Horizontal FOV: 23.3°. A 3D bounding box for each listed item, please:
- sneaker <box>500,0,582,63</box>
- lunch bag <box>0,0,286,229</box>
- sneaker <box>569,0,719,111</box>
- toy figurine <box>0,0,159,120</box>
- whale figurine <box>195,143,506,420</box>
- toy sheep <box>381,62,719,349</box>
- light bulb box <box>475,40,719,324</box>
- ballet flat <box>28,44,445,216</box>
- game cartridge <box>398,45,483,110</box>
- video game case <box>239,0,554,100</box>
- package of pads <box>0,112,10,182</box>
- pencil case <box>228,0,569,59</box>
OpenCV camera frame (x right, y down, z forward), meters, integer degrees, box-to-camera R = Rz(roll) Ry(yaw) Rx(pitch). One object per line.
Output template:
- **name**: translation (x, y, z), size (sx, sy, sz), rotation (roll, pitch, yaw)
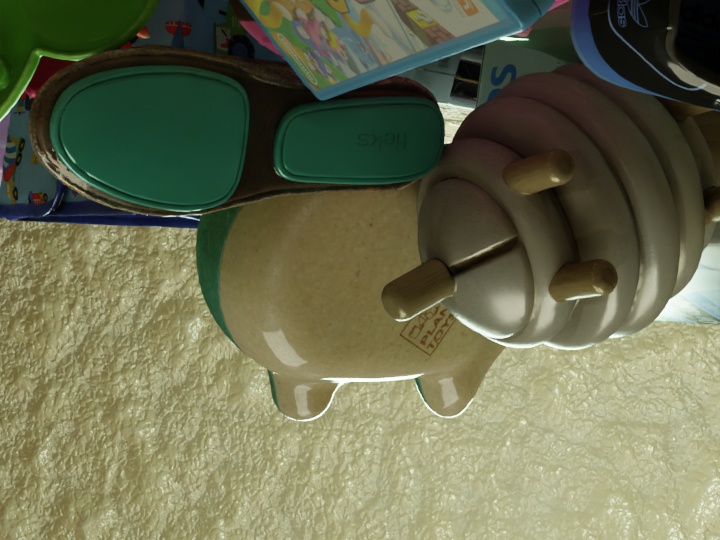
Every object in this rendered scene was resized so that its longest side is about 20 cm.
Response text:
- **sneaker**: translation (0.144, -0.124, 0.783), size (0.118, 0.074, 0.200), rotation (12, -179, -39)
- **lunch bag**: translation (-0.130, -0.101, 0.948), size (0.094, 0.152, 0.199), rotation (8, 176, -44)
- **sneaker**: translation (0.179, -0.079, 0.643), size (0.198, 0.071, 0.078), rotation (6, -177, -14)
- **toy figurine**: translation (-0.146, -0.133, 0.783), size (0.198, 0.152, 0.184), rotation (-6, -173, 17)
- **whale figurine**: translation (0.000, 0.000, 0.872), size (0.104, 0.160, 0.200), rotation (34, -179, 45)
- **toy sheep**: translation (0.092, -0.027, 0.780), size (0.199, 0.139, 0.138), rotation (-21, -170, -28)
- **light bulb box**: translation (0.188, -0.049, 0.948), size (0.199, 0.126, 0.198), rotation (2, 167, 34)
- **ballet flat**: translation (-0.057, -0.060, 0.723), size (0.199, 0.069, 0.067), rotation (3, -163, -38)
- **game cartridge**: translation (0.042, -0.124, 1.025), size (0.133, 0.041, 0.199), rotation (28, -164, 36)
- **video game case**: translation (-0.022, -0.128, 0.594), size (0.018, 0.143, 0.200), rotation (-41, -168, -15)
- **package of pads**: translation (-0.180, -0.110, 1.187), size (0.198, 0.122, 0.076), rotation (6, 172, -18)
- **pencil case**: translation (0.015, -0.130, 0.686), size (0.090, 0.095, 0.200), rotation (6, 178, -27)
